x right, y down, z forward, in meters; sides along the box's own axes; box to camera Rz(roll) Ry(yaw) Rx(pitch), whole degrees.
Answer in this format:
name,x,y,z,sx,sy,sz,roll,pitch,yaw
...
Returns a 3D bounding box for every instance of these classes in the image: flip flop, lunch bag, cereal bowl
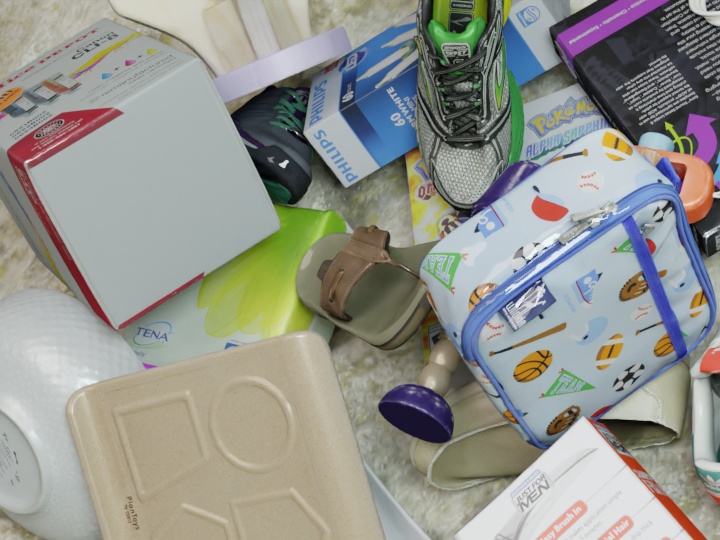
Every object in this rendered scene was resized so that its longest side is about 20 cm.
name,x,y,z,sx,sy,sz,roll,pitch,yaw
flip flop,0.000,0.000,1.164,0.081,0.058,0.200,-57,26,-8
lunch bag,0.128,0.012,1.013,0.160,0.200,0.076,-34,56,0
cereal bowl,-0.236,0.120,1.285,0.200,0.201,0.083,8,28,37

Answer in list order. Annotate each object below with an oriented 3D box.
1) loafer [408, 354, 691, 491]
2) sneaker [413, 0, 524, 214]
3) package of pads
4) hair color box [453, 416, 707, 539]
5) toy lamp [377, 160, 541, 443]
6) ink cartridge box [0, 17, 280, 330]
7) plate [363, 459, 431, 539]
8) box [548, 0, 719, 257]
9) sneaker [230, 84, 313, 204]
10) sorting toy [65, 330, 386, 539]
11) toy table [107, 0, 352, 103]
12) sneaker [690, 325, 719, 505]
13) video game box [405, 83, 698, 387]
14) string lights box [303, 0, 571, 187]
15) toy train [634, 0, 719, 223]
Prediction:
name,x,y,z,sx,sy,sz,roll,pitch,yaw
loafer,0.122,0.103,1.127,0.200,0.076,0.068,-25,50,22
sneaker,0.064,-0.136,1.180,0.078,0.085,0.201,-2,103,15
package of pads,-0.100,0.044,1.312,0.154,0.068,0.201,10,71,37
hair color box,0.163,0.197,1.028,0.111,0.064,0.200,-44,69,9
toy lamp,0.076,0.016,1.140,0.058,0.058,0.200,9,61,37
ink cartridge box,-0.181,-0.076,1.264,0.145,0.145,0.200,-34,27,-15
plate,-0.027,0.240,1.190,0.200,0.032,0.200,-49,50,5
box,0.235,-0.121,1.150,0.143,0.036,0.200,-30,58,-1
sneaker,-0.064,-0.109,1.320,0.088,0.074,0.200,-47,20,-4
sorting toy,-0.088,0.147,1.184,0.199,0.036,0.186,-15,93,22
toy table,-0.086,-0.196,1.317,0.183,0.117,0.200,-25,6,-19
sneaker,0.246,0.050,1.056,0.070,0.093,0.200,6,71,36
video game box,0.131,-0.033,1.208,0.200,0.047,0.183,-20,55,25
string lights box,0.058,-0.151,1.283,0.200,0.059,0.103,-29,26,19
toy train,0.232,-0.107,1.091,0.150,0.056,0.200,16,69,22
